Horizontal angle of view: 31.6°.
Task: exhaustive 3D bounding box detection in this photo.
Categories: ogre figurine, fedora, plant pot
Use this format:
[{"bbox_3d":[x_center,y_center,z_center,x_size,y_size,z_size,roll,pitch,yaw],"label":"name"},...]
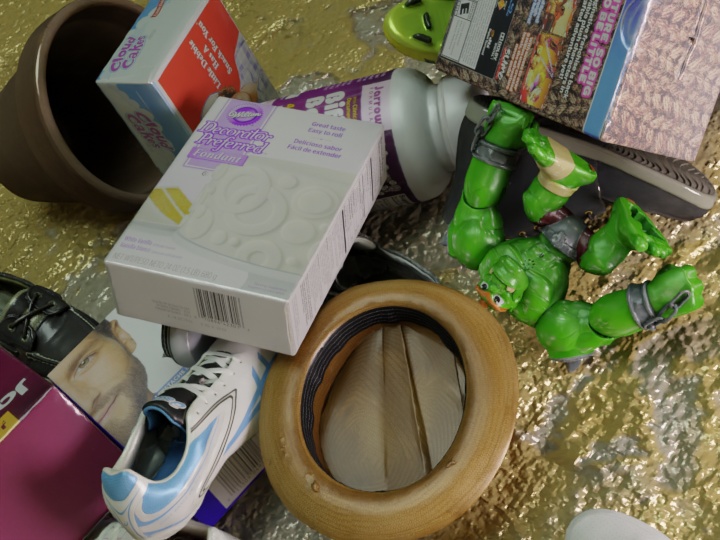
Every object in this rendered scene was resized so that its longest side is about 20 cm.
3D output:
[{"bbox_3d":[0.138,-0.015,0.906,0.120,0.199,0.098,-54,-4,25],"label":"ogre figurine"},{"bbox_3d":[0.025,0.104,0.889,0.199,0.082,0.202,-9,56,13],"label":"fedora"},{"bbox_3d":[-0.275,-0.144,1.232,0.174,0.200,0.201,-14,44,42],"label":"plant pot"}]

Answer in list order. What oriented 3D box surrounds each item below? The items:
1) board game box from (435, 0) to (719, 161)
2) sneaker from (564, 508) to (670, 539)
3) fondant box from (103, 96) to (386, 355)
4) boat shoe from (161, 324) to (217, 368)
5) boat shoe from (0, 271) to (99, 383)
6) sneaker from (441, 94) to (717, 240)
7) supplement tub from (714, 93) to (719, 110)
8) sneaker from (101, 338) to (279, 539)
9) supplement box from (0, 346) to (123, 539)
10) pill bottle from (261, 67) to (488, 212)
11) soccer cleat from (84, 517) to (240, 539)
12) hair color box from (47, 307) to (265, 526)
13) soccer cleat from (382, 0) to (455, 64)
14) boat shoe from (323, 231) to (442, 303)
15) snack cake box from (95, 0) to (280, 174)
[{"bbox_3d":[0.167,-0.189,0.915,0.200,0.096,0.161,36,113,51],"label":"board game box"},{"bbox_3d":[0.178,0.200,0.725,0.070,0.080,0.200,-36,42,-2],"label":"sneaker"},{"bbox_3d":[-0.079,-0.040,0.945,0.143,0.059,0.201,11,45,17],"label":"fondant box"},{"bbox_3d":[-0.135,-0.003,1.007,0.056,0.069,0.201,-8,45,14],"label":"boat shoe"},{"bbox_3d":[-0.297,0.048,1.142,0.200,0.066,0.072,20,63,40],"label":"boat shoe"},{"bbox_3d":[0.165,-0.056,0.978,0.199,0.107,0.075,21,25,14],"label":"sneaker"},{"bbox_3d":[0.314,-0.235,0.990,0.200,0.141,0.140,-42,44,-10],"label":"supplement tub"},{"bbox_3d":[-0.111,0.097,0.890,0.071,0.073,0.201,6,43,27],"label":"sneaker"},{"bbox_3d":[-0.270,0.148,0.968,0.131,0.103,0.200,-47,25,-16],"label":"supplement box"},{"bbox_3d":[0.010,-0.106,1.068,0.198,0.113,0.113,-12,47,18],"label":"pill bottle"},{"bbox_3d":[-0.163,0.200,0.914,0.198,0.087,0.070,-2,51,29],"label":"soccer cleat"},{"bbox_3d":[-0.151,0.104,1.011,0.109,0.065,0.199,-46,43,-15],"label":"hair color box"},{"bbox_3d":[0.099,-0.188,1.063,0.199,0.084,0.065,-7,69,-32],"label":"soccer cleat"},{"bbox_3d":[0.000,0.000,1.004,0.199,0.071,0.072,20,53,36],"label":"boat shoe"},{"bbox_3d":[-0.131,-0.133,1.110,0.067,0.201,0.116,6,54,34],"label":"snack cake box"}]
